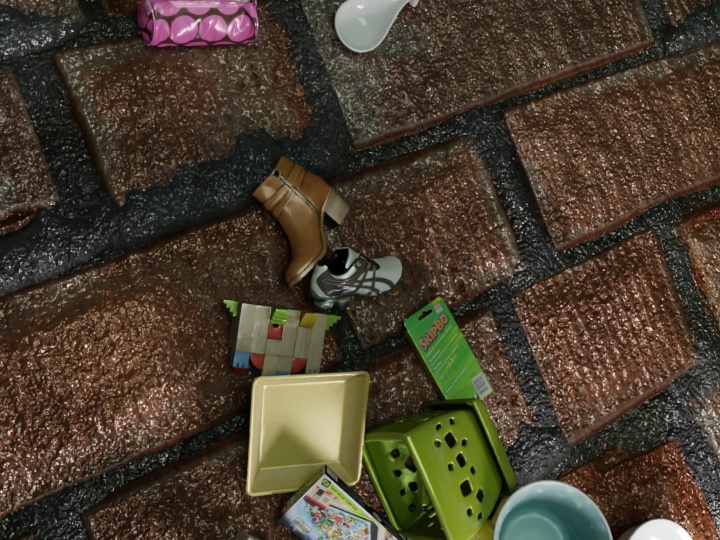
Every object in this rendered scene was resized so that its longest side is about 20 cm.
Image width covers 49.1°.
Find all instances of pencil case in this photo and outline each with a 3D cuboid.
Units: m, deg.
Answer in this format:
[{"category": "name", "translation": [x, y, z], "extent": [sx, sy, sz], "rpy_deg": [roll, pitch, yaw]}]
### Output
[{"category": "pencil case", "translation": [-0.271, -0.428, 1.324], "extent": [0.196, 0.093, 0.093], "rpy_deg": [-13, 86, -22]}]

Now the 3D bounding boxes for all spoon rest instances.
[{"category": "spoon rest", "translation": [0.035, -0.482, 1.473], "extent": [0.199, 0.060, 0.100], "rpy_deg": [-38, 96, -23]}]

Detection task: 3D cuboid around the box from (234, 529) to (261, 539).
[{"category": "box", "translation": [-0.114, 0.486, 1.247], "extent": [0.198, 0.082, 0.069], "rpy_deg": [31, 72, -16]}]

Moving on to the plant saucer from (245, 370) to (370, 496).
[{"category": "plant saucer", "translation": [-0.091, 0.256, 1.283], "extent": [0.196, 0.048, 0.204], "rpy_deg": [0, 104, -22]}]

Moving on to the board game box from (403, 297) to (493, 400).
[{"category": "board game box", "translation": [0.157, 0.158, 1.436], "extent": [0.095, 0.030, 0.203], "rpy_deg": [-31, 96, -24]}]

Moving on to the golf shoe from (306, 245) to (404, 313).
[{"category": "golf shoe", "translation": [0.000, 0.000, 1.346], "extent": [0.198, 0.077, 0.096], "rpy_deg": [-22, 131, -35]}]

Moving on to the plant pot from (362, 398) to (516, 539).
[{"category": "plant pot", "translation": [0.134, 0.324, 1.313], "extent": [0.179, 0.198, 0.203], "rpy_deg": [-23, 90, -29]}]

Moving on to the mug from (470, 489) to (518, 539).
[{"category": "mug", "translation": [0.254, 0.489, 1.370], "extent": [0.150, 0.150, 0.190], "rpy_deg": [19, 61, -9]}]

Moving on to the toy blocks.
[{"category": "toy blocks", "translation": [-0.140, 0.129, 1.296], "extent": [0.196, 0.100, 0.140], "rpy_deg": [9, 90, -24]}]

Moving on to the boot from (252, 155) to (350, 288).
[{"category": "boot", "translation": [-0.119, -0.085, 1.337], "extent": [0.154, 0.076, 0.202], "rpy_deg": [36, 68, -14]}]

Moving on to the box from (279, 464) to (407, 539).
[{"category": "box", "translation": [-0.026, 0.423, 1.285], "extent": [0.110, 0.035, 0.200], "rpy_deg": [-45, 103, 7]}]

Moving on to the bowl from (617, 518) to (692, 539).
[{"category": "bowl", "translation": [0.540, 0.570, 1.487], "extent": [0.197, 0.090, 0.206], "rpy_deg": [4, 80, -20]}]

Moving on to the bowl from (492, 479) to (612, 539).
[{"category": "bowl", "translation": [0.292, 0.446, 1.262], "extent": [0.196, 0.105, 0.205], "rpy_deg": [3, 69, -8]}]
